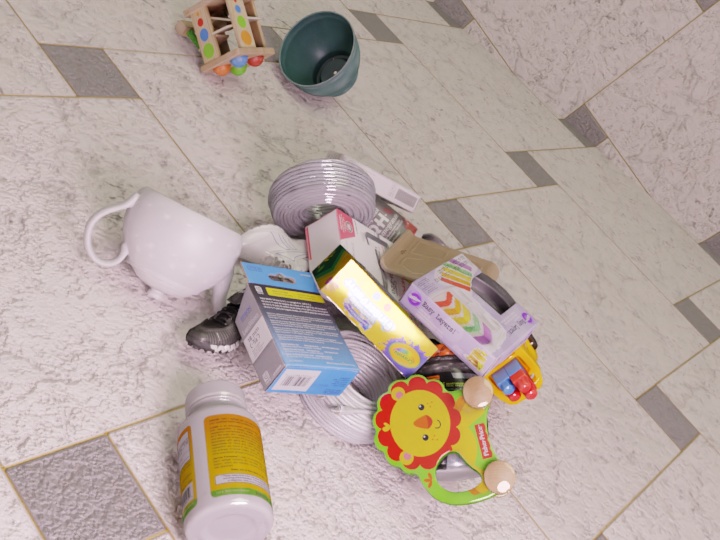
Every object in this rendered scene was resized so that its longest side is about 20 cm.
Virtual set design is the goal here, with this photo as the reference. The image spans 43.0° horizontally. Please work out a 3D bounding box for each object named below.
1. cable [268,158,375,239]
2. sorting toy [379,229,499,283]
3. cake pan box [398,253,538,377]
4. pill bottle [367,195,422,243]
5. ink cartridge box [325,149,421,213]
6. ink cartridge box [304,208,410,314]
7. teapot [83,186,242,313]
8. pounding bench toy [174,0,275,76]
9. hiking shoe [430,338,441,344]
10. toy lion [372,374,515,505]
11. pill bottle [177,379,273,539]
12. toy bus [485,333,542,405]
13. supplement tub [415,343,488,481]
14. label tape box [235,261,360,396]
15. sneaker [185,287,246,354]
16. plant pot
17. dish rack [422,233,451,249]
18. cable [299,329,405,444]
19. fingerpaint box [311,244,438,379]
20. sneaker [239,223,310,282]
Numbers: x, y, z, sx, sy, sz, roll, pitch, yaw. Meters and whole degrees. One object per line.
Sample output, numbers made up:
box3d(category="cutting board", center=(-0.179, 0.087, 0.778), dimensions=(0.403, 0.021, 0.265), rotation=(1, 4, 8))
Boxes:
box3d(category="cable", center=(-0.071, -0.125, 1.668), dimensions=(0.200, 0.197, 0.070), rotation=(46, 35, -57))
box3d(category="sorting toy", center=(0.147, 0.000, 1.688), dimensions=(0.198, 0.037, 0.185), rotation=(23, 27, 12))
box3d(category="cake pan box", center=(0.182, 0.068, 1.501), dimensions=(0.184, 0.053, 0.199), rotation=(45, 33, 14))
box3d(category="pill bottle", center=(0.018, -0.091, 1.830), dimensions=(0.199, 0.111, 0.111), rotation=(38, 30, -1))
box3d(category="ink cartridge box", center=(0.006, -0.192, 1.925), dimensions=(0.198, 0.045, 0.176), rotation=(26, 2, -27))
box3d(category="ink cartridge box", center=(0.000, 0.000, 1.654), dimensions=(0.199, 0.084, 0.147), rotation=(31, 40, -44))
box3d(category="teapot", center=(-0.287, -0.027, 1.388), dimensions=(0.198, 0.148, 0.197), rotation=(27, -2, 13))
box3d(category="pounding bench toy", center=(-0.312, -0.505, 2.025), dimensions=(0.124, 0.198, 0.158), rotation=(-18, 93, -53))
box3d(category="hiking shoe", center=(0.110, 0.162, 1.646), dimensions=(0.199, 0.076, 0.101), rotation=(32, 21, -31))
box3d(category="toy lion", center=(0.117, 0.252, 1.361), dimensions=(0.069, 0.189, 0.203), rotation=(72, 4, -71))
box3d(category="pill bottle", center=(-0.177, 0.244, 1.167), dimensions=(0.110, 0.111, 0.201), rotation=(19, 36, -30))
box3d(category="toy bus", center=(0.270, 0.174, 1.668), dimensions=(0.200, 0.135, 0.193), rotation=(45, 12, -44))
box3d(category="supplement tub", center=(0.142, 0.227, 1.464), dimensions=(0.121, 0.122, 0.203), rotation=(14, 64, -36))
box3d(category="label tape box", center=(-0.105, 0.088, 1.364), dimensions=(0.143, 0.063, 0.201), rotation=(11, 39, -42))
box3d(category="sneaker", center=(-0.189, 0.069, 1.395), dimensions=(0.066, 0.092, 0.199), rotation=(20, 16, 32))
box3d(category="plant pot", center=(-0.081, -0.505, 2.225), dimensions=(0.201, 0.199, 0.134), rotation=(57, 8, 29))
box3d(category="dish rack", center=(0.184, 0.010, 1.864), dimensions=(0.200, 0.044, 0.172), rotation=(44, -9, -9))
box3d(category="cable", center=(-0.008, 0.187, 1.472), dimensions=(0.198, 0.069, 0.201), rotation=(24, 33, -26))
box3d(category="fingerpaint box", center=(0.020, 0.061, 1.463), dimensions=(0.200, 0.073, 0.167), rotation=(46, 1, -11))
box3d(category="sneaker", center=(-0.135, -0.021, 1.612), dimensions=(0.198, 0.075, 0.088), rotation=(13, 43, -36))
